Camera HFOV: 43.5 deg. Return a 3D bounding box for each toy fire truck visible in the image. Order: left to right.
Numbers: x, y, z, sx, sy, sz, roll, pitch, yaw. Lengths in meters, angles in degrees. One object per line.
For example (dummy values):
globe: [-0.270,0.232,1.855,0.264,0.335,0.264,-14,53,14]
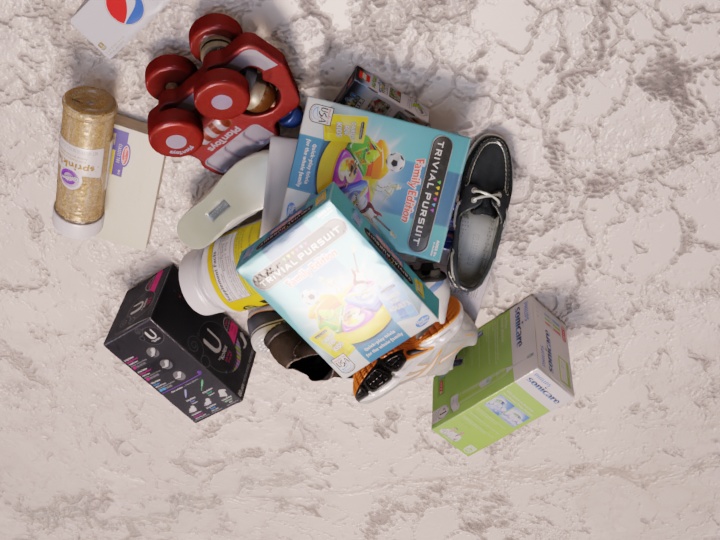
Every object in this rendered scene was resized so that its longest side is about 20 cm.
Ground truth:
toy fire truck: [-0.160,-0.203,1.103,0.199,0.113,0.167,-31,144,29]

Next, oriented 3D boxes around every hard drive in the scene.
hard drive: [-0.020,-0.089,1.128,0.197,0.026,0.134,7,99,-3]

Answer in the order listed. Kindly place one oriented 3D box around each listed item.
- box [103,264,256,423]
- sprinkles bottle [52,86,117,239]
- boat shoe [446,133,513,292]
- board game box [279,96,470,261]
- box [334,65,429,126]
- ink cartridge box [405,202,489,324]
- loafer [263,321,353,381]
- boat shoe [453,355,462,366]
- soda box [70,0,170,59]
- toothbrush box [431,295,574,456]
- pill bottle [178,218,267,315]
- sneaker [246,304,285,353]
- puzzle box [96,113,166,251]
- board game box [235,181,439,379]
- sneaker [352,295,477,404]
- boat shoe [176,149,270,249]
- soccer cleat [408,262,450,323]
box: [-0.264,0.112,1.354,0.105,0.123,0.200,-27,122,27]
sprinkles bottle: [-0.356,-0.136,1.161,0.067,0.069,0.201,16,129,-6]
boat shoe: [0.154,-0.071,1.135,0.075,0.060,0.203,6,99,-1]
board game box: [0.016,-0.109,1.082,0.198,0.047,0.153,13,99,-4]
box: [-0.010,-0.153,1.158,0.109,0.035,0.200,28,128,-16]
ink cartridge box: [0.108,-0.001,1.242,0.135,0.077,0.201,9,132,-1]
loafer: [-0.054,0.132,1.297,0.199,0.072,0.073,16,129,-42]
boat shoe: [0.061,0.109,1.303,0.199,0.076,0.092,11,156,-42]
soda box: [-0.237,-0.331,1.015,0.199,0.068,0.064,-33,119,29]
toothbrush box: [0.203,0.155,1.316,0.086,0.146,0.200,37,124,-23]
pill bottle: [-0.145,-0.008,1.239,0.198,0.115,0.115,-17,126,28]
sneaker: [-0.070,0.060,1.324,0.198,0.080,0.079,-8,140,-19]
puzzle box: [-0.338,-0.124,1.230,0.132,0.026,0.201,18,129,-7]
board game box: [-0.025,0.018,1.071,0.150,0.047,0.200,-34,113,23]
sneaker: [0.080,0.127,1.238,0.199,0.076,0.092,-39,127,14]
boat shoe: [-0.161,-0.103,1.197,0.200,0.072,0.070,-33,105,24]
soccer cleat: [0.021,0.045,1.154,0.197,0.070,0.087,-6,102,-9]
